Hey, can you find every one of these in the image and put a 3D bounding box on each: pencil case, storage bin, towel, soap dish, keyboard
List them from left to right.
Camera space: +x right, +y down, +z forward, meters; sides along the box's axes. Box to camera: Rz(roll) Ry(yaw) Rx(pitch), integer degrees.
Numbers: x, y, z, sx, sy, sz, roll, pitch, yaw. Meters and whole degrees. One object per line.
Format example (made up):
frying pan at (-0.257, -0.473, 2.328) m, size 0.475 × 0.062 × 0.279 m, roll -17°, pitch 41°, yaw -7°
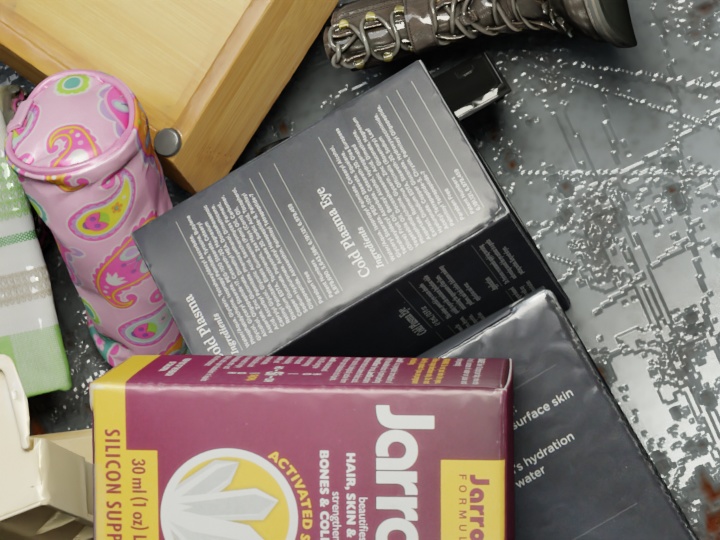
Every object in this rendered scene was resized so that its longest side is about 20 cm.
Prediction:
towel at (-0.260, -0.010, 1.322) m, size 0.149 × 0.031 × 0.200 m, roll -14°, pitch 93°, yaw 23°
storage bin at (-0.236, 0.122, 1.268) m, size 0.198 × 0.200 × 0.094 m, roll -8°, pitch 73°, yaw 13°
pencil case at (-0.142, -0.022, 1.289) m, size 0.087 × 0.200 × 0.088 m, roll -6°, pitch 51°, yaw 8°
soap dish at (-0.133, -0.160, 1.325) m, size 0.200 × 0.081 × 0.157 m, roll 34°, pitch 97°, yaw 10°
keyboard at (-0.006, -0.073, 1.322) m, size 0.200 × 0.127 × 0.021 m, roll -28°, pitch 112°, yaw 5°

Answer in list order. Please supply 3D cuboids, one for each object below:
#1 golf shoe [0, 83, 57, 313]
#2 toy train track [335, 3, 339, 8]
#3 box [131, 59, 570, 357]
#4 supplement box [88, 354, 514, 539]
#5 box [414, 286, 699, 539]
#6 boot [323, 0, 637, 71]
golf shoe at (-0.237, -0.020, 1.379) m, size 0.092 × 0.073 × 0.200 m, roll -4°, pitch 73°, yaw 16°
toy train track at (-0.040, -0.203, 1.401) m, size 0.115 × 0.033 × 0.200 m, roll 2°, pitch 67°, yaw 34°
box at (0.000, 0.000, 1.237) m, size 0.182 × 0.200 × 0.104 m, roll -31°, pitch 70°, yaw 4°
supplement box at (-0.025, 0.111, 1.087) m, size 0.200 × 0.103 × 0.131 m, roll 0°, pitch 95°, yaw 5°
box at (0.066, 0.141, 1.193) m, size 0.197 × 0.117 × 0.200 m, roll -30°, pitch 89°, yaw 5°
boot at (0.064, -0.146, 1.286) m, size 0.174 × 0.200 × 0.069 m, roll -14°, pitch 101°, yaw 5°
